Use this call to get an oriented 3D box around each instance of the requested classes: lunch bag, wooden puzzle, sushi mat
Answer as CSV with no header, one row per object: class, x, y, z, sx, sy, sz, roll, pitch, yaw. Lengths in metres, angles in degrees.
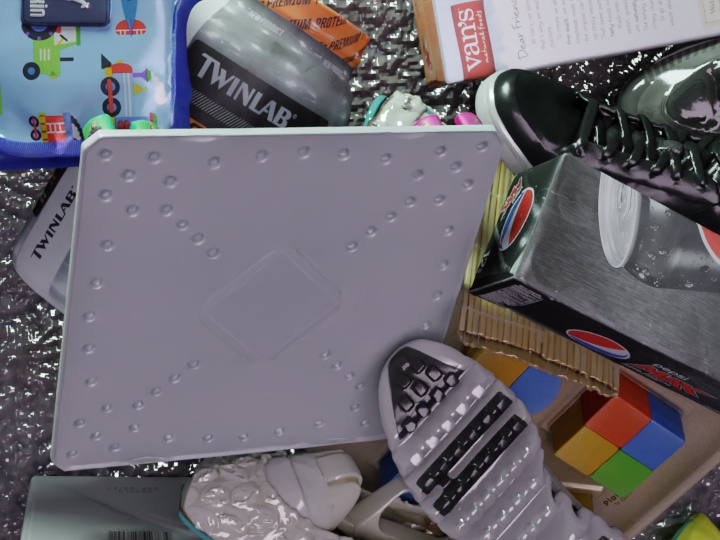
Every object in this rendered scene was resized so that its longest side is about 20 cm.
lunch bag,-0.159,-0.126,0.710,0.198,0.094,0.152,-2,90,18
wooden puzzle,0.089,0.097,0.843,0.199,0.046,0.185,34,119,-13
sushi mat,0.103,-0.028,0.800,0.095,0.201,0.012,22,139,-13

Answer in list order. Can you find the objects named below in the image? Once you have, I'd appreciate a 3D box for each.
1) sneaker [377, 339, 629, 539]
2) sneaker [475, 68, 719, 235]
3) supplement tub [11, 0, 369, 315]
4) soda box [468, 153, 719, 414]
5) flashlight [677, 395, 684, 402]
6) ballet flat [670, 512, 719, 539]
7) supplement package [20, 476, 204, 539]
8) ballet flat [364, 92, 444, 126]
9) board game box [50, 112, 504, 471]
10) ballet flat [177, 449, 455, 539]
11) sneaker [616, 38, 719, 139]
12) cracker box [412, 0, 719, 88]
sneaker,0.072,0.114,0.783,0.075,0.081,0.200,-40,109,-3
sneaker,0.164,-0.061,0.762,0.199,0.073,0.112,35,135,-20
supplement tub,-0.085,-0.061,0.774,0.122,0.123,0.201,29,95,-14
soda box,0.160,0.019,0.729,0.199,0.063,0.071,26,79,-13
flashlight,0.207,-0.022,0.868,0.067,0.068,0.202,23,93,-2
ballet flat,0.275,0.216,0.931,0.199,0.067,0.067,31,74,-13
supplement package,-0.131,0.230,0.828,0.120,0.120,0.202,1,102,-10
ballet flat,0.000,0.000,0.790,0.071,0.072,0.201,18,124,-13
board game box,-0.046,0.010,0.715,0.198,0.026,0.201,-3,130,-21
ballet flat,-0.005,0.131,0.799,0.199,0.072,0.072,25,97,-33
sneaker,0.238,-0.098,0.784,0.198,0.090,0.067,-2,90,4
cracker box,0.124,-0.184,0.813,0.198,0.058,0.135,-11,96,-8
